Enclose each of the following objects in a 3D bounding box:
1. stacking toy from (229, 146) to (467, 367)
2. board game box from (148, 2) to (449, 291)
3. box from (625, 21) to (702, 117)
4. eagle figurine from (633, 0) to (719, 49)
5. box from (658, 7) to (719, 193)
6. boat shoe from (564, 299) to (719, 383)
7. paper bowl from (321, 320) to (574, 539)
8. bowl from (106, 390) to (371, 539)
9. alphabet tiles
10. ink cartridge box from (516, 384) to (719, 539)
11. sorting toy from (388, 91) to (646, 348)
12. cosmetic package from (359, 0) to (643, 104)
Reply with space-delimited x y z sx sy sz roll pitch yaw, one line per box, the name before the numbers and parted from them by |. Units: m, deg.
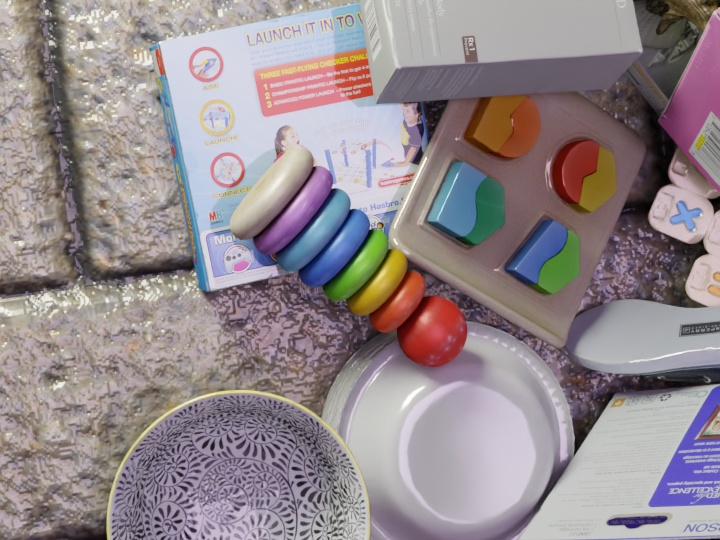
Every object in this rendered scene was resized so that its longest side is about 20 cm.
stacking toy | 0.000 0.000 1.498 0.200 0.085 0.085 41 83 -9
board game box | -0.048 -0.100 1.559 0.199 0.056 0.197 -12 95 -13
box | 0.302 -0.189 1.643 0.158 0.048 0.200 -41 100 -9
eagle figurine | 0.301 -0.256 1.568 0.200 0.151 0.152 -42 146 -37
box | 0.348 -0.167 1.509 0.200 0.176 0.097 -34 75 -18
boat shoe | 0.262 0.065 1.600 0.057 0.199 0.069 61 38 -40
paper bowl | 0.074 0.139 1.576 0.200 0.104 0.202 0 92 -14
bowl | -0.094 0.186 1.535 0.200 0.094 0.202 0 95 -4
alphabet tiles | 0.342 -0.053 1.606 0.195 0.015 0.201 22 90 5
ink cartridge box | 0.244 0.158 1.521 0.200 0.198 0.043 -47 120 -44
sorting toy | 0.132 -0.064 1.579 0.185 0.036 0.201 30 74 -26
cosmetic package | 0.105 -0.193 1.515 0.199 0.090 0.107 -8 76 -12
